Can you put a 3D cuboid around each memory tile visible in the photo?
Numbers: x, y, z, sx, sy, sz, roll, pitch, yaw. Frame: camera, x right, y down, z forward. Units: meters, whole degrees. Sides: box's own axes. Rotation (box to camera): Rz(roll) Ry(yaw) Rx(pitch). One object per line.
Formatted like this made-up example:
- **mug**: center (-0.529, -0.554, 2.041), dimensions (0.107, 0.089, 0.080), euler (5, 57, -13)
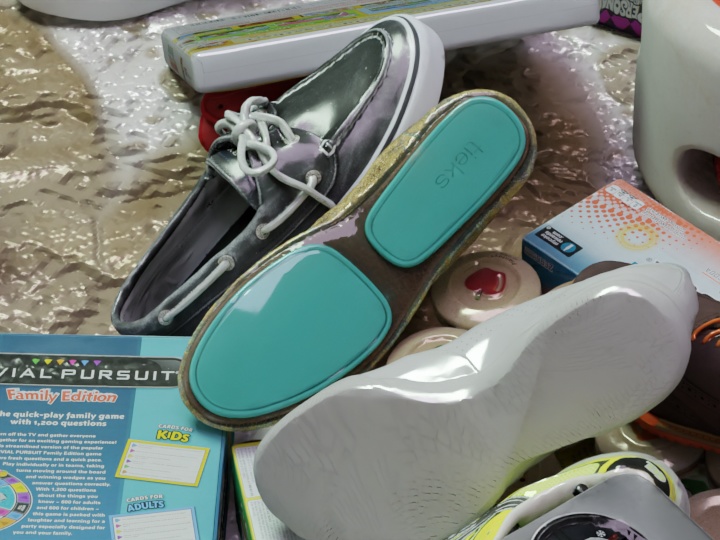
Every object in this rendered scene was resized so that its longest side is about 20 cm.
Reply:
- **memory tile**: center (0.102, 0.062, 1.273), dimensions (0.199, 0.017, 0.153), euler (15, 48, 21)

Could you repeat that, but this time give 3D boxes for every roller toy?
- **roller toy**: center (0.228, -0.101, 1.464), dimensions (0.182, 0.140, 0.200), euler (-12, 41, -14)

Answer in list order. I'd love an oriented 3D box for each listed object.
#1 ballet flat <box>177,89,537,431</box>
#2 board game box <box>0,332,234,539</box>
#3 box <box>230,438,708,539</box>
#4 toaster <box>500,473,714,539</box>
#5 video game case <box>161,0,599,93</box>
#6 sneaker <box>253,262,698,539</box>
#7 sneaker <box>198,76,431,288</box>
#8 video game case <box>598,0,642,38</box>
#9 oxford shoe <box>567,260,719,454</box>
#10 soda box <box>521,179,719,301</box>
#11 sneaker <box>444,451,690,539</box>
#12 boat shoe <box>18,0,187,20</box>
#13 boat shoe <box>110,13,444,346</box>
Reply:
- **ballet flat**: center (0.000, 0.000, 1.324), dimensions (0.200, 0.071, 0.071), euler (-45, 52, -10)
- **board game box**: center (-0.133, 0.108, 1.278), dimensions (0.150, 0.047, 0.200), euler (2, 39, 1)
- **box**: center (0.051, 0.112, 1.275), dimensions (0.199, 0.048, 0.117), euler (-8, 40, -6)
- **toaster**: center (0.055, 0.200, 1.068), dimensions (0.181, 0.200, 0.119), euler (-24, 49, -36)
- **video game case**: center (0.005, -0.123, 1.506), dimensions (0.199, 0.023, 0.182), euler (-10, 10, -7)
- **sneaker**: center (0.052, 0.052, 1.225), dimensions (0.200, 0.075, 0.089), euler (-24, 12, 21)
- **sneaker**: center (-0.023, -0.042, 1.457), dimensions (0.115, 0.079, 0.200), euler (-5, 26, 6)
- **video game case**: center (0.142, -0.211, 1.681), dimensions (0.181, 0.036, 0.200), euler (22, 44, 23)
- **oxford shoe**: center (0.162, 0.038, 1.226), dimensions (0.200, 0.073, 0.071), euler (32, 56, 33)
- **soda box**: center (0.163, 0.040, 1.349), dimensions (0.068, 0.064, 0.200), euler (-30, 48, -29)
- **sneaker**: center (0.041, 0.132, 1.167), dimensions (0.200, 0.076, 0.075), euler (-39, 73, -6)
- **boat shoe**: center (-0.093, -0.186, 1.624), dimensions (0.199, 0.066, 0.072), euler (-6, 40, -8)
- **boat shoe**: center (-0.041, -0.043, 1.365), dimensions (0.199, 0.068, 0.074), euler (-50, 40, 3)
